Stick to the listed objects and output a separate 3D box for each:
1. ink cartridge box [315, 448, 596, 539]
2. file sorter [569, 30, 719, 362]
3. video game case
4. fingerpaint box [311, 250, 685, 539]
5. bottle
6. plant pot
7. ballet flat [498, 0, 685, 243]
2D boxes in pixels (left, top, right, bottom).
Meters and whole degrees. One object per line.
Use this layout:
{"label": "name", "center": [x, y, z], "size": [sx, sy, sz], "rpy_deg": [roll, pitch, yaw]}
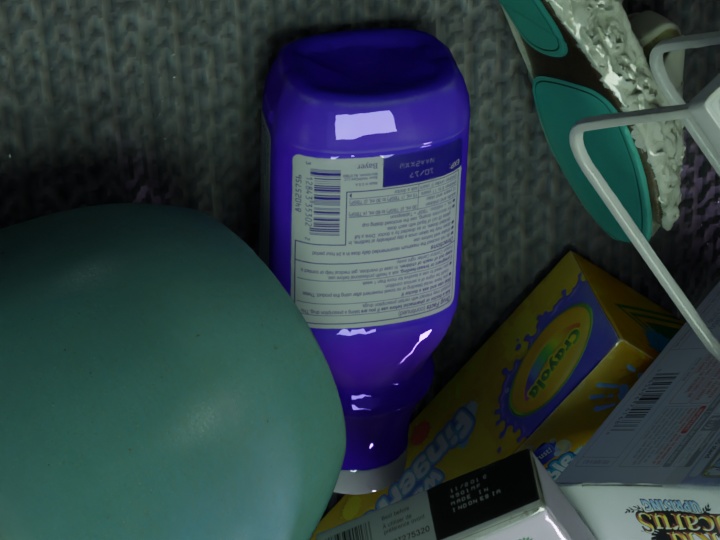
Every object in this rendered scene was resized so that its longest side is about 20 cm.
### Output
{"label": "ink cartridge box", "center": [0.066, 0.151, 1.137], "size": [0.094, 0.037, 0.200], "rpy_deg": [-23, 135, 13]}
{"label": "file sorter", "center": [0.202, -0.067, 1.069], "size": [0.200, 0.124, 0.139], "rpy_deg": [-42, 106, -19]}
{"label": "video game case", "center": [0.199, 0.035, 1.108], "size": [0.200, 0.181, 0.046], "rpy_deg": [-47, 113, -30]}
{"label": "fingerpaint box", "center": [0.095, 0.114, 1.253], "size": [0.166, 0.074, 0.200], "rpy_deg": [30, 111, -32]}
{"label": "bottle", "center": [0.000, 0.000, 1.151], "size": [0.083, 0.065, 0.201], "rpy_deg": [-6, 126, -11]}
{"label": "plant pot", "center": [-0.103, 0.068, 1.092], "size": [0.160, 0.200, 0.202], "rpy_deg": [-32, 131, -25]}
{"label": "ballet flat", "center": [0.096, -0.096, 1.114], "size": [0.071, 0.072, 0.201], "rpy_deg": [-27, 127, 4]}
